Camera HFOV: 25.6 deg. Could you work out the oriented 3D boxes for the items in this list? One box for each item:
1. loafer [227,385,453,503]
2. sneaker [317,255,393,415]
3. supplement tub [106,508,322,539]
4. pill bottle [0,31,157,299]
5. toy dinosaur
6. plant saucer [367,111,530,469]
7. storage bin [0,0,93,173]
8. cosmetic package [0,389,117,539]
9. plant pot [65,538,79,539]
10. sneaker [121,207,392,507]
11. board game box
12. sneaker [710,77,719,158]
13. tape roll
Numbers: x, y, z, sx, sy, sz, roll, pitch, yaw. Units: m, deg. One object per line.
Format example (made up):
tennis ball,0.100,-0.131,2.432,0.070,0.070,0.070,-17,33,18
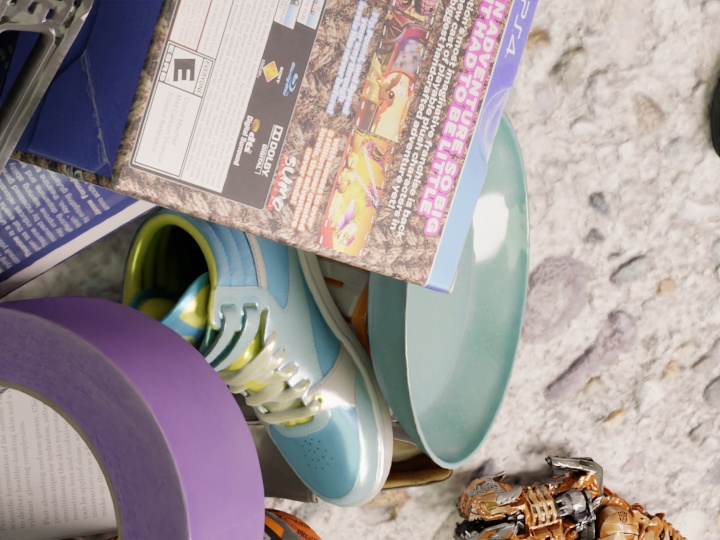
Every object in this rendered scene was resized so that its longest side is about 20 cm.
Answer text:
loafer,-0.038,0.105,0.948,0.199,0.072,0.073,-10,128,-15
sneaker,0.000,0.000,0.896,0.077,0.078,0.201,-28,129,-44
supplement tub,-0.096,0.197,0.869,0.123,0.122,0.200,-54,162,18
pill bottle,-0.177,-0.048,0.755,0.199,0.111,0.111,-30,130,0
toy dinosaur,0.152,0.194,1.084,0.199,0.102,0.137,15,101,-7
plant saucer,0.047,0.006,0.870,0.036,0.200,0.201,6,133,23
storage bin,-0.189,-0.124,0.637,0.093,0.200,0.136,19,115,-33
cosmetic package,-0.182,0.094,0.854,0.199,0.071,0.102,-5,90,-19
plant pot,-0.212,0.294,0.961,0.186,0.188,0.200,12,134,-29
sneaker,-0.059,0.048,0.816,0.079,0.130,0.201,-22,95,29
board game box,-0.033,-0.095,0.679,0.199,0.097,0.160,18,89,-45
sneaker,0.269,-0.123,0.891,0.060,0.104,0.201,4,122,-26
tape roll,-0.150,0.114,0.730,0.200,0.200,0.085,-47,167,14
